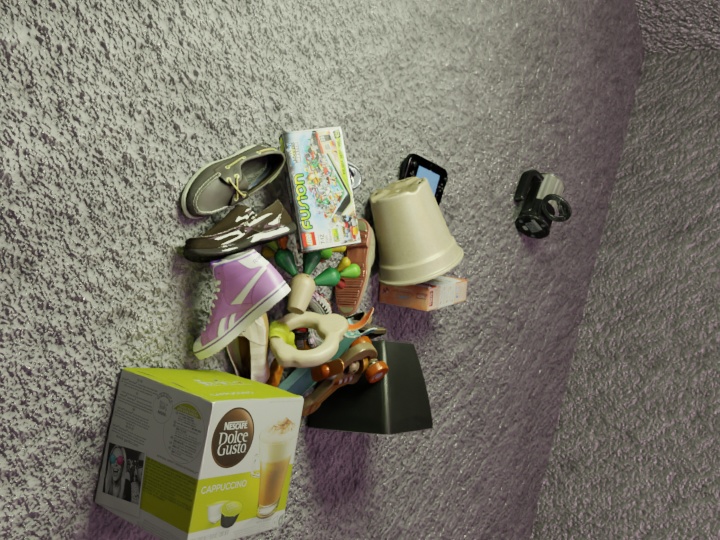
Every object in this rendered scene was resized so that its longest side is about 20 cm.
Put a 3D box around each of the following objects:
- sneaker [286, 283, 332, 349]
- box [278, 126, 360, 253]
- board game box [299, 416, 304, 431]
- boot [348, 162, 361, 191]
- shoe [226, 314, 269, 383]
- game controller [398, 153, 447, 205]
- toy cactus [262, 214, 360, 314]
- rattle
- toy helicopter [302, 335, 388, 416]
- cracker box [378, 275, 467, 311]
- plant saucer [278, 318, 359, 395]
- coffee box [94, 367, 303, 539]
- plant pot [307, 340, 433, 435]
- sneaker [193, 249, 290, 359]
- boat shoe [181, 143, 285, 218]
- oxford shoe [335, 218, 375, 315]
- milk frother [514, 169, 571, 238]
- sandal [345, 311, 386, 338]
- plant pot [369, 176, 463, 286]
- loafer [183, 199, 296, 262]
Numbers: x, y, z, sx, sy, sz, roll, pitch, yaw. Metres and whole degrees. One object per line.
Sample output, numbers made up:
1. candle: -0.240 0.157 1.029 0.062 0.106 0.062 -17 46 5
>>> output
1. sneaker: -0.095 0.106 1.238 0.083 0.077 0.202 -52 137 -33
2. box: -0.070 -0.138 1.119 0.108 0.035 0.204 -10 88 -18
3. board game box: -0.180 0.345 1.210 0.135 0.028 0.203 41 64 -51
4. boot: -0.036 -0.173 1.247 0.199 0.089 0.074 -13 108 -54
5. shoe: -0.192 0.118 1.100 0.053 0.069 0.204 -42 133 -53
6. game controller: 0.150 -0.210 1.561 0.199 0.041 0.107 10 89 -56
7. toy cactus: -0.100 -0.004 1.155 0.198 0.102 0.168 29 61 -27
8. rattle: -0.068 0.148 1.174 0.197 0.130 0.146 -12 113 -26
9. toy helicopter: -0.051 0.207 1.227 0.200 0.079 0.132 -44 152 15
10. cracker box: 0.150 0.047 1.538 0.199 0.132 0.059 -9 105 -55
11. plant saucer: -0.078 0.179 1.247 0.200 0.019 0.070 -43 144 -7
12. coffee box: -0.231 0.261 0.961 0.198 0.197 0.202 14 85 -56
13. plant pot: 0.026 0.238 1.361 0.199 0.196 0.181 15 75 -56
14. sneaker: -0.212 0.045 1.020 0.115 0.200 0.073 48 17 -6
15. boat shoe: -0.199 -0.145 1.038 0.201 0.060 0.073 -47 132 -41
16. oxford shoe: 0.000 0.000 1.354 0.074 0.070 0.204 35 64 -58
17. milk frother: 0.614 -0.228 2.111 0.181 0.197 0.190 52 55 -42
18. sandal: -0.012 0.113 1.382 0.198 0.081 0.056 19 60 -49
19. plant pot: 0.105 -0.094 1.414 0.200 0.198 0.187 -38 116 -45
20. loafer: -0.198 -0.066 1.043 0.198 0.072 0.073 -21 93 -39
